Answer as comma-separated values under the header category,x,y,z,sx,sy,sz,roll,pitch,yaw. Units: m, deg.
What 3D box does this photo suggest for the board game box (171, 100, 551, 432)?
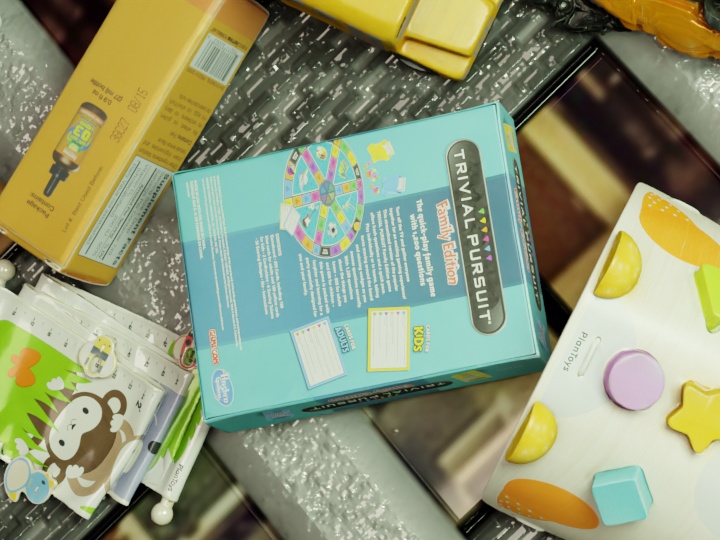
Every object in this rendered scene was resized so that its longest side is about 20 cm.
category,x,y,z,sx,sy,sz,roll,pitch,yaw
board game box,0.000,0.000,1.470,0.199,0.047,0.151,-11,76,13

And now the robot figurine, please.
category,x,y,z,sx,sy,sz,roll,pitch,yaw
robot figurine,0.159,-0.181,1.415,0.200,0.145,0.058,24,55,24

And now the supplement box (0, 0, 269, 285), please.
category,x,y,z,sx,sy,sz,roll,pitch,yaw
supplement box,-0.140,-0.093,1.545,0.066,0.069,0.200,33,92,24

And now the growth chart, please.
category,x,y,z,sx,sy,sz,roll,pitch,yaw
growth chart,-0.173,0.078,1.553,0.200,0.018,0.145,18,88,25

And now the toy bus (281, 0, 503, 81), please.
category,x,y,z,sx,sy,sz,roll,pitch,yaw
toy bus,-0.018,-0.180,1.482,0.200,0.078,0.065,26,89,6

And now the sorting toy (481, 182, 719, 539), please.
category,x,y,z,sx,sy,sz,roll,pitch,yaw
sorting toy,0.187,0.078,1.379,0.180,0.107,0.200,26,91,5
